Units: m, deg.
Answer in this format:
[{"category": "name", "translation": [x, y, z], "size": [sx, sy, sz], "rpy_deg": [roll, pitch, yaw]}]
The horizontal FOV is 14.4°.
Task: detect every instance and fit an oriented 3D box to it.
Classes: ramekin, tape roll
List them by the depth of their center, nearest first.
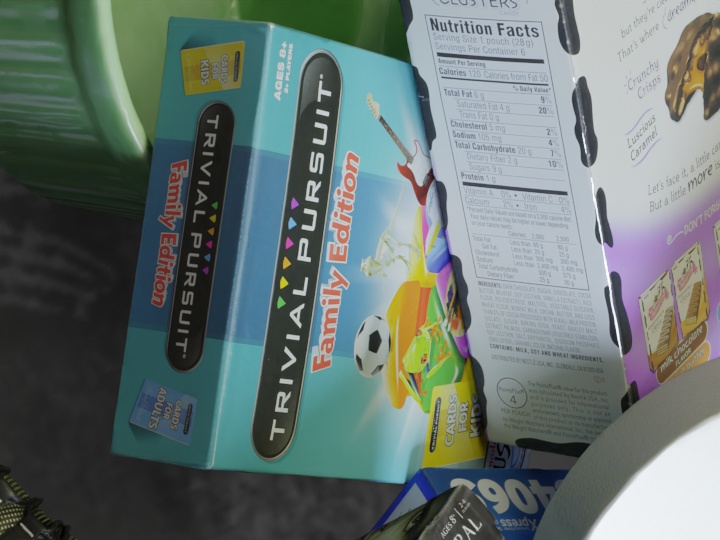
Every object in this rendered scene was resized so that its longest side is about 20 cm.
[{"category": "tape roll", "translation": [0.156, 0.122, 1.034], "size": [0.203, 0.203, 0.037], "rpy_deg": [32, 11, -26]}, {"category": "ramekin", "translation": [-0.066, -0.110, 1.049], "size": [0.200, 0.098, 0.200], "rpy_deg": [-7, 99, -53]}]

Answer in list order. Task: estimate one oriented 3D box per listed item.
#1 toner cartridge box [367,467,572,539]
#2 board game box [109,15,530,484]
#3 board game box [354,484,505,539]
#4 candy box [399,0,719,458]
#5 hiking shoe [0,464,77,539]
[{"category": "toner cartridge box", "translation": [0.081, 0.122, 1.098], "size": [0.200, 0.095, 0.043], "rpy_deg": [4, 45, -41]}, {"category": "board game box", "translation": [0.000, 0.000, 1.027], "size": [0.200, 0.047, 0.151], "rpy_deg": [9, 88, -55]}, {"category": "board game box", "translation": [-0.043, 0.158, 0.938], "size": [0.028, 0.135, 0.200], "rpy_deg": [50, 43, -9]}, {"category": "candy box", "translation": [0.100, -0.057, 1.056], "size": [0.168, 0.072, 0.200], "rpy_deg": [-40, 127, -45]}, {"category": "hiking shoe", "translation": [-0.129, 0.090, 0.922], "size": [0.101, 0.076, 0.200], "rpy_deg": [-2, 76, -14]}]
